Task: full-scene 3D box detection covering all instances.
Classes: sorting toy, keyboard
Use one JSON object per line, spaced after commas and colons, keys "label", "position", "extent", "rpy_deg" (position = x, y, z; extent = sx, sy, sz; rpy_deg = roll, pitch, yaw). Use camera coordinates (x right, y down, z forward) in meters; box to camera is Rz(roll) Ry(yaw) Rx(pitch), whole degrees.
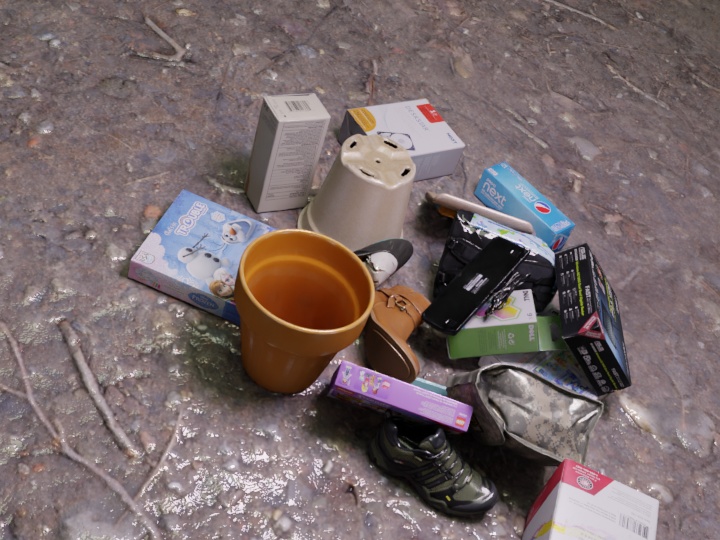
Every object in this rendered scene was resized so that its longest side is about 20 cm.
{"label": "sorting toy", "position": [0.210, -0.100, 1.765], "extent": [0.183, 0.037, 0.200], "rpy_deg": [19, 4, -4]}
{"label": "keyboard", "position": [0.195, 0.036, 1.543], "extent": [0.200, 0.040, 0.104], "rpy_deg": [-45, 47, -17]}

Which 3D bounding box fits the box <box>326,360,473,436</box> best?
{"label": "box", "position": [0.053, 0.189, 1.399], "extent": [0.197, 0.137, 0.040], "rpy_deg": [20, 75, -3]}

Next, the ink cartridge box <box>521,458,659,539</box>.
{"label": "ink cartridge box", "position": [0.294, 0.391, 1.284], "extent": [0.144, 0.146, 0.201], "rpy_deg": [25, 42, 3]}

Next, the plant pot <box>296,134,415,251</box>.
{"label": "plant pot", "position": [0.007, -0.125, 1.664], "extent": [0.197, 0.185, 0.202], "rpy_deg": [12, 42, -11]}

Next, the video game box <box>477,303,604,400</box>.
{"label": "video game box", "position": [0.322, 0.160, 1.608], "extent": [0.182, 0.047, 0.199], "rpy_deg": [40, 46, 23]}

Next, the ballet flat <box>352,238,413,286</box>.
{"label": "ballet flat", "position": [0.000, 0.000, 1.603], "extent": [0.197, 0.069, 0.069], "rpy_deg": [-13, 37, -8]}

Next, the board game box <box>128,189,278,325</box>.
{"label": "board game box", "position": [-0.242, -0.026, 1.564], "extent": [0.197, 0.044, 0.201], "rpy_deg": [22, 42, 2]}

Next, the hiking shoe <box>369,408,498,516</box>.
{"label": "hiking shoe", "position": [0.107, 0.271, 1.358], "extent": [0.198, 0.101, 0.076], "rpy_deg": [26, 49, 7]}

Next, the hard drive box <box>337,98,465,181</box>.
{"label": "hard drive box", "position": [0.080, -0.253, 1.907], "extent": [0.198, 0.077, 0.156], "rpy_deg": [-14, 54, -34]}

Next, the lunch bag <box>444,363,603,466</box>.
{"label": "lunch bag", "position": [0.224, 0.205, 1.406], "extent": [0.198, 0.164, 0.119], "rpy_deg": [25, 77, -5]}

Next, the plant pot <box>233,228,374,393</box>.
{"label": "plant pot", "position": [-0.098, 0.075, 1.415], "extent": [0.197, 0.185, 0.202], "rpy_deg": [12, 42, -11]}

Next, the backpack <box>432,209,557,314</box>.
{"label": "backpack", "position": [0.244, -0.005, 1.656], "extent": [0.197, 0.166, 0.154], "rpy_deg": [19, 18, 17]}

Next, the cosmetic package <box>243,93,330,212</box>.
{"label": "cosmetic package", "position": [-0.130, -0.202, 1.674], "extent": [0.104, 0.202, 0.071], "rpy_deg": [-8, 48, -30]}

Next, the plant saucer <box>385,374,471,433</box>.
{"label": "plant saucer", "position": [0.124, 0.205, 1.500], "extent": [0.197, 0.019, 0.070], "rpy_deg": [19, 42, -5]}

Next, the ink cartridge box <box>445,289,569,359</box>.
{"label": "ink cartridge box", "position": [0.237, 0.084, 1.567], "extent": [0.197, 0.060, 0.104], "rpy_deg": [-5, 27, 8]}

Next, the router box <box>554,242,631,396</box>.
{"label": "router box", "position": [0.377, 0.078, 1.574], "extent": [0.150, 0.061, 0.202], "rpy_deg": [53, 28, -35]}

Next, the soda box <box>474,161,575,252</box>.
{"label": "soda box", "position": [0.315, -0.119, 1.873], "extent": [0.064, 0.068, 0.200], "rpy_deg": [-22, 58, -37]}

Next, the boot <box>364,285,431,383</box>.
{"label": "boot", "position": [0.066, 0.090, 1.543], "extent": [0.153, 0.074, 0.200], "rpy_deg": [-14, 46, -40]}
